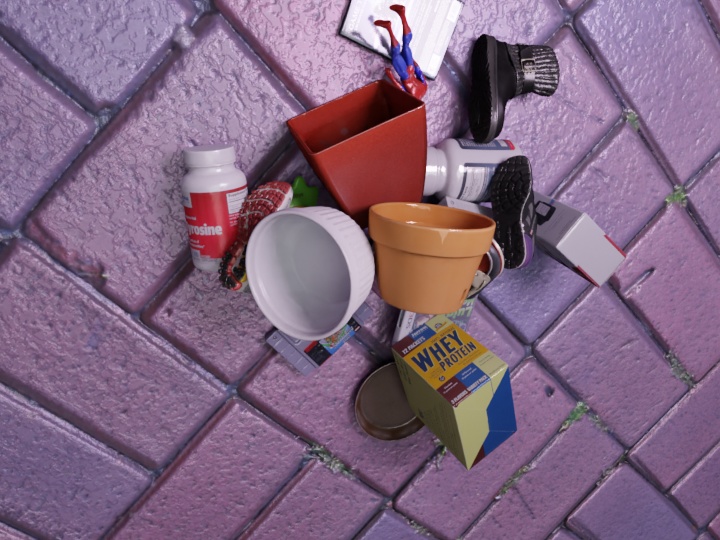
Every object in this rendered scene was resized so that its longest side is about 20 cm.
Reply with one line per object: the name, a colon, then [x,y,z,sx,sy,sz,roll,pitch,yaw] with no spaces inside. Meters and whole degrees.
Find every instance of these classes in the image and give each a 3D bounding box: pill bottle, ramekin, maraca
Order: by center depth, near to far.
ramekin: [-0.071,-0.004,0.823,0.197,0.105,0.204,10,111,28]
pill bottle: [-0.248,-0.110,0.916,0.110,0.112,0.203,-8,111,-13]
maraca: [-0.117,-0.067,0.970,0.136,0.106,0.203,-19,113,-30]
pill bottle: [0.197,-0.190,1.011,0.196,0.120,0.122,-2,109,-15]

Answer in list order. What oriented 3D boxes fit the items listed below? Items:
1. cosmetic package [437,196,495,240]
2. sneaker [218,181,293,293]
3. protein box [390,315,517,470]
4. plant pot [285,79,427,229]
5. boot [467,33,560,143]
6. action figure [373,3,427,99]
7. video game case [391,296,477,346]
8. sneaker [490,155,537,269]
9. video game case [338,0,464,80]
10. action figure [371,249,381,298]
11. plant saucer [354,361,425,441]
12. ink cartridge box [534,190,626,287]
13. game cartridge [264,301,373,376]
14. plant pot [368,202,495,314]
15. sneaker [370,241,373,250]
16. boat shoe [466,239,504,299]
cosmetic package: [0.218,-0.065,1.037,0.197,0.082,0.113,9,148,-27]
sneaker: [-0.167,-0.057,0.895,0.082,0.077,0.202,29,85,-57]
protein box: [0.187,0.236,1.055,0.134,0.200,0.201,-31,127,-17]
plant pot: [0.007,-0.193,0.927,0.198,0.200,0.178,-24,125,-6]
boot: [0.288,-0.331,0.982,0.155,0.079,0.215,7,83,-17]
action figure: [0.077,-0.358,0.928,0.066,0.051,0.201,-52,142,-18]
video game case: [0.166,0.070,1.098,0.197,0.023,0.185,-4,118,-35]
sneaker: [0.288,-0.106,0.973,0.087,0.075,0.204,-4,99,-51]
video game case: [0.075,-0.450,0.944,0.197,0.019,0.145,18,102,-19]
action figure: [0.000,0.000,0.933,0.196,0.134,0.151,4,117,-17]
plant saucer: [0.080,0.289,1.188,0.197,0.032,0.204,-5,109,-15]
ink cartridge box: [0.408,-0.070,1.068,0.145,0.200,0.083,36,99,-23]
game cartridge: [-0.081,0.112,1.084,0.200,0.038,0.130,-43,110,2]
plant pot: [0.104,-0.020,0.838,0.197,0.200,0.143,1,107,-16]
sneaker: [0.118,-0.019,1.070,0.197,0.077,0.077,7,105,-20]
boat shoe: [0.212,0.002,0.990,0.062,0.201,0.072,-27,71,-14]
